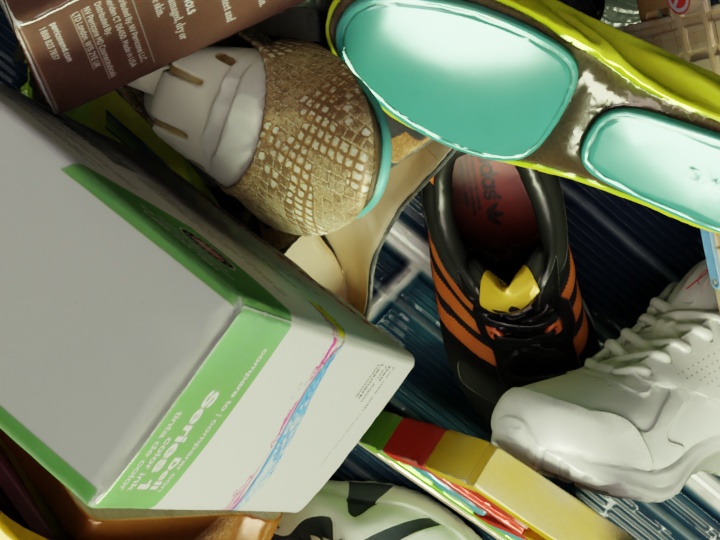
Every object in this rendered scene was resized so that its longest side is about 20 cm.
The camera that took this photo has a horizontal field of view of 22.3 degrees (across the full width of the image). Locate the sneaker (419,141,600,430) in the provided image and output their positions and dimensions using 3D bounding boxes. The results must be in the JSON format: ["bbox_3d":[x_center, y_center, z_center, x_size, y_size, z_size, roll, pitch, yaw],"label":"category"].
[{"bbox_3d":[0.063,0.010,0.797,0.070,0.090,0.200,-12,114,7],"label":"sneaker"}]

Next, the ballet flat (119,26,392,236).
[{"bbox_3d":[-0.053,-0.061,0.676,0.065,0.200,0.071,10,101,-25],"label":"ballet flat"}]

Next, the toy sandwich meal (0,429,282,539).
[{"bbox_3d":[-0.122,0.087,0.715,0.205,0.205,0.070,27,105,-11],"label":"toy sandwich meal"}]

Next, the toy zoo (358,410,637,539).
[{"bbox_3d":[0.080,0.111,0.793,0.131,0.200,0.020,35,81,-14],"label":"toy zoo"}]

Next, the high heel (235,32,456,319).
[{"bbox_3d":[0.000,0.000,0.767,0.071,0.142,0.200,-24,115,-35],"label":"high heel"}]

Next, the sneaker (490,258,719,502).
[{"bbox_3d":[0.131,0.043,0.792,0.200,0.078,0.100,-1,102,-46],"label":"sneaker"}]

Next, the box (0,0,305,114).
[{"bbox_3d":[-0.039,-0.146,0.624,0.200,0.075,0.100,-26,71,-8],"label":"box"}]

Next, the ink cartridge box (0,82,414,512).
[{"bbox_3d":[-0.082,0.013,0.661,0.145,0.200,0.084,37,94,18],"label":"ink cartridge box"}]

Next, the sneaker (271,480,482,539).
[{"bbox_3d":[-0.025,0.146,0.842,0.199,0.130,0.080,31,113,-12],"label":"sneaker"}]

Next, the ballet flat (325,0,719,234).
[{"bbox_3d":[0.079,-0.069,0.684,0.200,0.067,0.067,21,128,-14],"label":"ballet flat"}]

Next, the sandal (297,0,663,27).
[{"bbox_3d":[0.038,-0.110,0.736,0.200,0.048,0.075,5,140,-22],"label":"sandal"}]

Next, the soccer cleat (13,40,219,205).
[{"bbox_3d":[-0.102,-0.043,0.804,0.084,0.065,0.201,-12,114,-25],"label":"soccer cleat"}]

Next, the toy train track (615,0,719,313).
[{"bbox_3d":[0.152,-0.054,0.746,0.115,0.033,0.200,-17,99,-32],"label":"toy train track"}]
